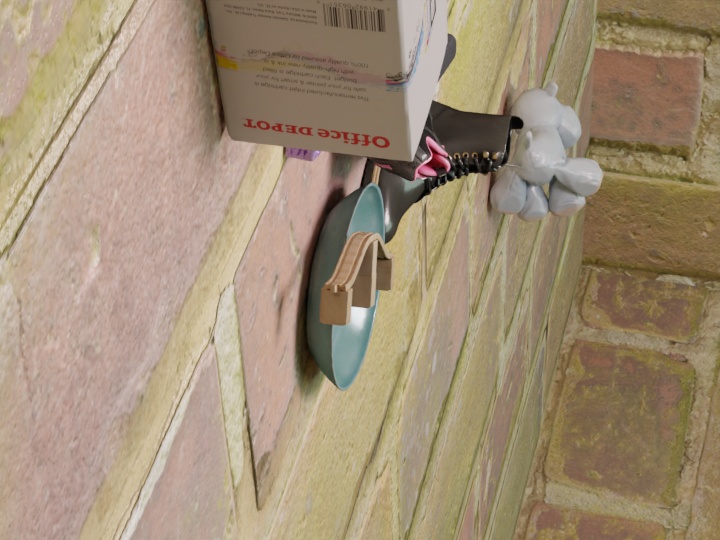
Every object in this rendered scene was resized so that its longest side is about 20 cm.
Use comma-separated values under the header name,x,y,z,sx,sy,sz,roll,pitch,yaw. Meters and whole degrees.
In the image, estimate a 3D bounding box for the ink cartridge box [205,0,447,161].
name,x,y,z,sx,sy,sz,roll,pitch,yaw
ink cartridge box,-0.021,-0.204,1.362,0.201,0.146,0.145,86,17,-48

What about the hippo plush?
name,x,y,z,sx,sy,sz,roll,pitch,yaw
hippo plush,0.251,-0.180,2.776,0.199,0.159,0.162,27,44,-35

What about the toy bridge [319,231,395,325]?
name,x,y,z,sx,sy,sz,roll,pitch,yaw
toy bridge,0.000,0.000,1.721,0.200,0.027,0.068,-34,129,-74

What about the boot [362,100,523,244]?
name,x,y,z,sx,sy,sz,roll,pitch,yaw
boot,0.083,-0.102,1.942,0.078,0.137,0.201,81,21,-54

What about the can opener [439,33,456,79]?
name,x,y,z,sx,sy,sz,roll,pitch,yaw
can opener,0.063,-0.222,1.969,0.200,0.052,0.067,-51,146,-68

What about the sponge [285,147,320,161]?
name,x,y,z,sx,sy,sz,roll,pitch,yaw
sponge,-0.023,-0.178,1.654,0.200,0.030,0.112,-56,153,-66

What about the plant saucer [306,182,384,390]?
name,x,y,z,sx,sy,sz,roll,pitch,yaw
plant saucer,-0.017,0.013,1.801,0.200,0.036,0.202,8,90,-78

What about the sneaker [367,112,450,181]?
name,x,y,z,sx,sy,sz,roll,pitch,yaw
sneaker,0.047,-0.121,1.819,0.079,0.095,0.200,-56,174,14
